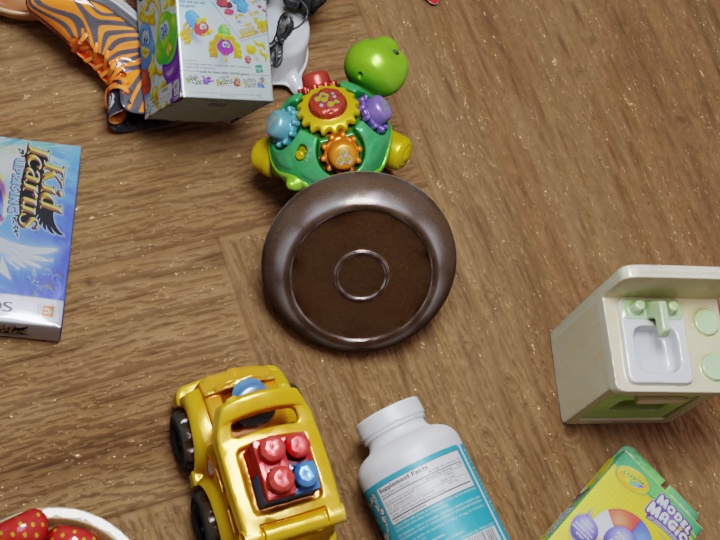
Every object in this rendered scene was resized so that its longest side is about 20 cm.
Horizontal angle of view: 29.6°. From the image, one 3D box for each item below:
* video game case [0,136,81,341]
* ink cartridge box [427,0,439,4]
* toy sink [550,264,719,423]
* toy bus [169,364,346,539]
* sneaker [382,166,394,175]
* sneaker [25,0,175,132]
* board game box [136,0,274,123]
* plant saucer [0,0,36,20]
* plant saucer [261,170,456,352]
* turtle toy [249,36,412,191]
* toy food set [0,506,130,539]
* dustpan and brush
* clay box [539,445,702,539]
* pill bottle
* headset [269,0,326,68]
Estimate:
[{"bbox_3d":[-0.376,-0.039,1.350,0.180,0.045,0.202,7,67,-13],"label":"video game case"},{"bbox_3d":[0.042,-0.419,1.603,0.199,0.067,0.117,35,64,0],"label":"ink cartridge box"},{"bbox_3d":[0.294,0.084,1.393,0.129,0.200,0.113,1,68,-15],"label":"toy sink"},{"bbox_3d":[-0.091,0.169,1.261,0.135,0.192,0.201,-13,71,-18],"label":"toy bus"},{"bbox_3d":[0.019,-0.058,1.444,0.079,0.079,0.201,-32,78,-18],"label":"sneaker"},{"bbox_3d":[-0.262,-0.217,1.419,0.199,0.077,0.113,23,65,-21],"label":"sneaker"},{"bbox_3d":[-0.163,-0.262,1.394,0.104,0.103,0.202,-1,83,-31],"label":"board game box"},{"bbox_3d":[-0.362,-0.356,1.487,0.198,0.037,0.202,5,67,-12],"label":"plant saucer"},{"bbox_3d":[0.000,0.000,1.366,0.198,0.202,0.032,11,24,-10],"label":"plant saucer"},{"bbox_3d":[-0.019,-0.156,1.399,0.145,0.101,0.200,26,59,19],"label":"turtle toy"},{"bbox_3d":[-0.277,0.312,1.231,0.199,0.049,0.199,34,64,0],"label":"toy food set"},{"bbox_3d":[-0.089,-0.236,1.509,0.139,0.057,0.200,-33,73,-36],"label":"dustpan and brush"},{"bbox_3d":[0.260,0.276,1.389,0.115,0.048,0.200,44,65,5],"label":"clay box"},{"bbox_3d":[0.068,0.227,1.323,0.110,0.111,0.201,-20,74,-21],"label":"pill bottle"},{"bbox_3d":[-0.090,-0.307,1.488,0.122,0.094,0.201,10,36,-17],"label":"headset"}]
